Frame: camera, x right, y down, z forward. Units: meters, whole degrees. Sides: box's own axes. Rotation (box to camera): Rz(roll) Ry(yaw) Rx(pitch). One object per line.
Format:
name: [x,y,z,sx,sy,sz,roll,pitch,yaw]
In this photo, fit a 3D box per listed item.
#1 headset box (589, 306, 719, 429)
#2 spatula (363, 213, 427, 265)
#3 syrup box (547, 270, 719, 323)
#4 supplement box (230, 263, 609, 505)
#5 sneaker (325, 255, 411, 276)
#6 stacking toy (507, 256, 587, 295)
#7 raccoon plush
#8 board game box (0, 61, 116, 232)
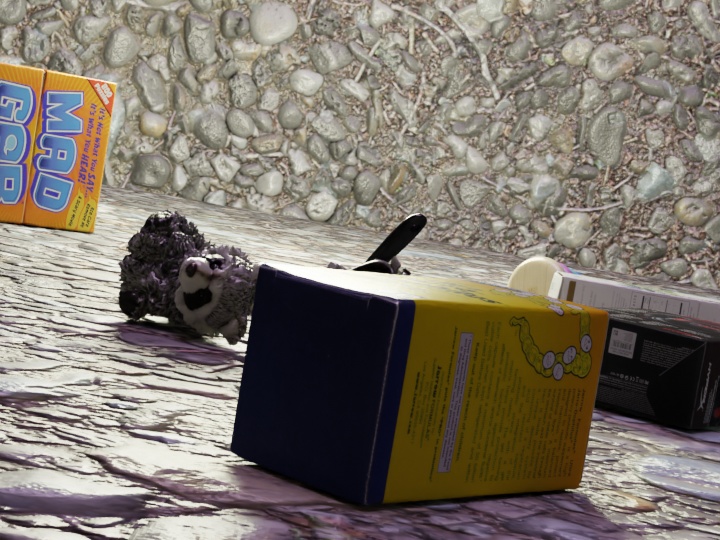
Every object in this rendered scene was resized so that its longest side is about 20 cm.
headset box: [0.269,0.080,1.369,0.148,0.076,0.199,13,6,36]
spatula: [0.000,0.000,1.434,0.056,0.021,0.200,14,-33,-31]
syrup box: [0.294,0.058,1.652,0.198,0.082,0.079,9,3,0]
supplement box: [0.038,0.063,0.911,0.108,0.111,0.199,14,6,41]
sneaker: [0.032,0.029,1.393,0.074,0.083,0.199,30,20,34]
stacking toy: [0.260,0.042,1.879,0.085,0.086,0.199,14,-1,42]
raccoon plush: [-0.115,0.011,1.372,0.133,0.098,0.200,20,8,22]
board game box: [-0.464,-0.173,2.124,0.198,0.202,0.199,7,6,-29]
